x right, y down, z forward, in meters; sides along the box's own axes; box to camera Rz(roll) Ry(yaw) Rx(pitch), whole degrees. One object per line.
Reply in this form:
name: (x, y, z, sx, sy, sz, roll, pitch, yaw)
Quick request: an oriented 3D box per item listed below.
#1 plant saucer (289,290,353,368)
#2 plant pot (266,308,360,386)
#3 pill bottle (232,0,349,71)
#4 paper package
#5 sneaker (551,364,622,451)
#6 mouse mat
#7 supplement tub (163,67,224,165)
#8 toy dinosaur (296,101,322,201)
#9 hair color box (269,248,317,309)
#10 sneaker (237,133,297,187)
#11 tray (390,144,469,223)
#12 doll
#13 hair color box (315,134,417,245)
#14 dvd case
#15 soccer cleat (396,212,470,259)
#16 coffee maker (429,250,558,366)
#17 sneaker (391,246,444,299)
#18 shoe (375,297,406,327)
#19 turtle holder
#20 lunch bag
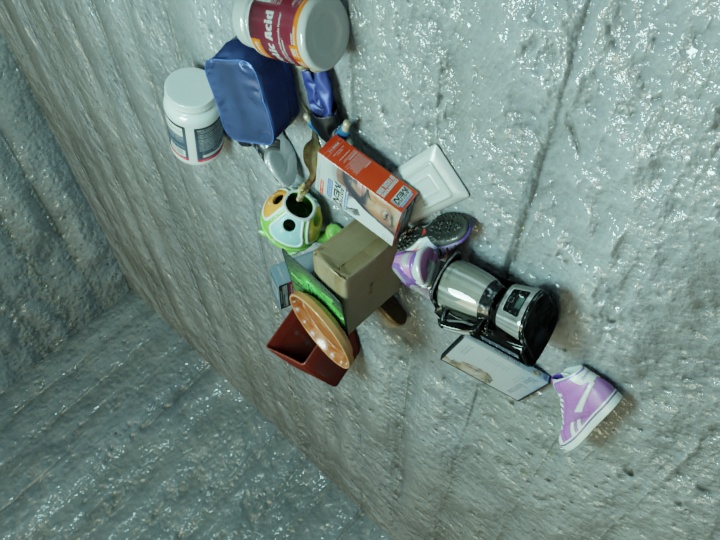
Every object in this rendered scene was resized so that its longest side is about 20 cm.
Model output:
plant saucer: (-0.081, 0.125, 1.288, 0.200, 0.032, 0.202, 44, 160, 20)
plant pot: (-0.116, 0.213, 1.709, 0.197, 0.202, 0.177, 13, 150, 48)
pill bottle: (-0.122, -0.414, 1.001, 0.197, 0.114, 0.116, 27, 146, 36)
paper package: (0.000, 0.000, 1.249, 0.103, 0.189, 0.203, 38, 151, 26)
sneaker: (0.398, 0.249, 1.112, 0.114, 0.072, 0.204, 40, 141, 23)
mouse mat: (-0.095, 0.053, 1.254, 0.199, 0.007, 0.163, 40, 156, 29)
supplement tub: (-0.403, -0.371, 1.443, 0.140, 0.140, 0.202, 41, 151, 13)
toy dinosaur: (-0.088, -0.236, 1.204, 0.057, 0.208, 0.100, -3, 168, 31)
hair color box: (-0.114, 0.008, 1.415, 0.061, 0.195, 0.100, 57, 159, 29)
sneaker: (-0.218, -0.284, 1.352, 0.112, 0.075, 0.205, 1, 120, 56)
tray: (0.108, -0.148, 1.089, 0.109, 0.022, 0.199, 53, 153, -8)
doll: (-0.063, -0.296, 1.130, 0.134, 0.048, 0.204, 26, 144, 39)
hair color box: (0.007, -0.152, 1.127, 0.197, 0.064, 0.112, 36, 151, 12)
dvd case: (0.272, 0.200, 1.217, 0.195, 0.018, 0.144, 28, 150, 0)
soccer cleat: (0.148, -0.055, 1.116, 0.072, 0.070, 0.198, 32, 155, -23)
coffee maker: (0.248, 0.071, 1.065, 0.197, 0.139, 0.190, 26, -174, 38)
sneaker: (0.122, 0.013, 1.125, 0.086, 0.083, 0.199, 5, 159, 34)
shoe: (0.031, 0.058, 1.406, 0.202, 0.070, 0.053, 52, 144, -9)
turtle holder: (-0.144, -0.111, 1.383, 0.187, 0.140, 0.132, 49, 151, 0)
lunch bag: (-0.202, -0.357, 1.178, 0.132, 0.134, 0.204, 14, 138, 24)
